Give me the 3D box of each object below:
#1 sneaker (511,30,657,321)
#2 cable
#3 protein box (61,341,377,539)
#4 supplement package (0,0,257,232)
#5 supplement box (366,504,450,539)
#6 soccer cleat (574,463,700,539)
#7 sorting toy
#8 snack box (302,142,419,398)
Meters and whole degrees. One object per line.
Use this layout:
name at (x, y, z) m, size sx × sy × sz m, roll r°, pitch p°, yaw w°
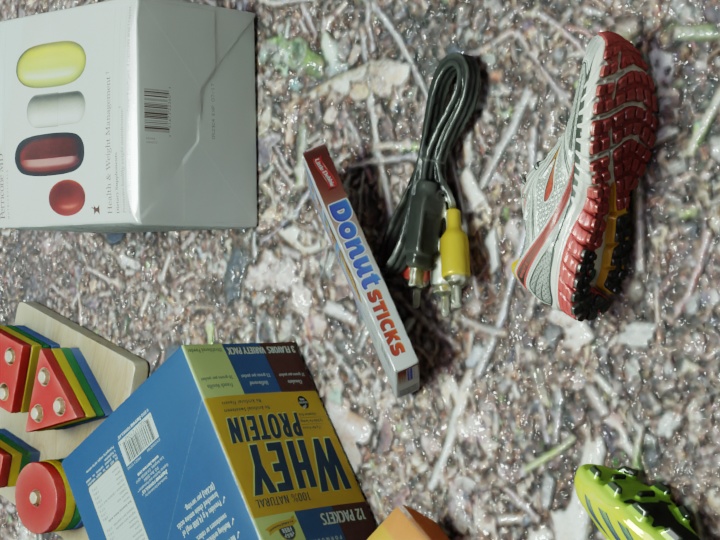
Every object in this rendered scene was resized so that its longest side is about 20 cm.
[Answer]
sneaker at (0.151, -0.071, 1.109) m, size 0.082 × 0.077 × 0.203 m, roll 22°, pitch 104°, yaw 42°
cable at (0.061, -0.067, 1.231) m, size 0.097 × 0.050 × 0.203 m, roll -2°, pitch 76°, yaw 59°
protein box at (-0.120, 0.198, 1.316) m, size 0.198 × 0.134 × 0.202 m, roll -42°, pitch 63°, yaw 34°
supplement package at (-0.210, -0.132, 1.395) m, size 0.198 × 0.146 × 0.194 m, roll -1°, pitch 89°, yaw 41°
supplement box at (-0.003, 0.281, 1.208) m, size 0.200 × 0.069 × 0.067 m, roll -47°, pitch 54°, yaw 4°
soccer cleat at (0.210, 0.209, 1.061) m, size 0.200 × 0.064 × 0.084 m, roll 41°, pitch 118°, yaw 34°
sorting toy at (-0.312, 0.156, 1.538) m, size 0.198 × 0.069 × 0.203 m, roll 22°, pitch 104°, yaw 40°
snack box at (0.000, 0.000, 1.253) m, size 0.024 × 0.072 × 0.202 m, roll -21°, pitch 70°, yaw -5°
